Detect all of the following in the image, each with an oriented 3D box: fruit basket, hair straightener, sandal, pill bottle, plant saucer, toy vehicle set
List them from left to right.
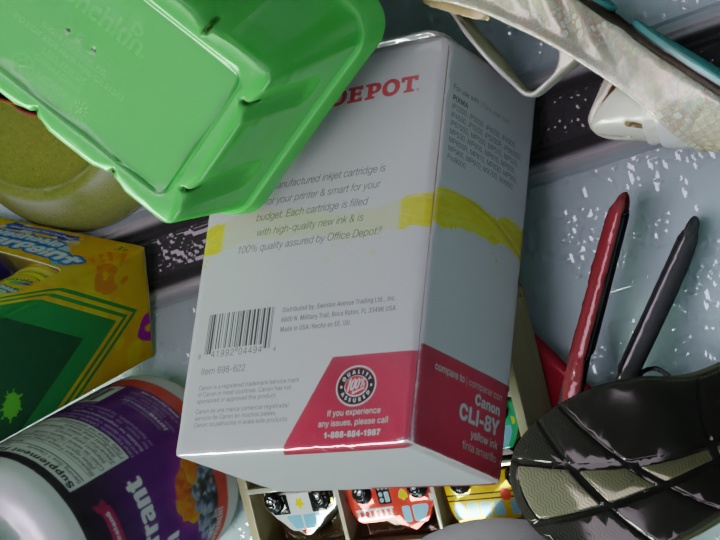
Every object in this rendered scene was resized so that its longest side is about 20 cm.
[{"bbox_3d":[-0.184,-0.120,1.197,0.199,0.031,0.202,8,103,34],"label":"plant saucer"},{"bbox_3d":[-0.165,0.140,1.122,0.111,0.200,0.112,13,114,30],"label":"pill bottle"},{"bbox_3d":[-0.099,-0.127,0.983,0.216,0.215,0.156,47,119,18],"label":"fruit basket"},{"bbox_3d":[0.012,0.083,1.084,0.199,0.026,0.125,-11,96,38],"label":"toy vehicle set"},{"bbox_3d":[0.130,0.069,0.989,0.076,0.041,0.202,17,93,10],"label":"hair straightener"},{"bbox_3d":[0.167,0.077,0.951,0.200,0.057,0.080,-21,72,5],"label":"sandal"}]

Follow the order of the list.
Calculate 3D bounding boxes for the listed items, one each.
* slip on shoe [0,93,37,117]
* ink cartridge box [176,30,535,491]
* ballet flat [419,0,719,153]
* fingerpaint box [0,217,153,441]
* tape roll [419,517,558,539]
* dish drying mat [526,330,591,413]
[{"bbox_3d":[-0.196,-0.124,1.143,0.199,0.061,0.075,18,122,30],"label":"slip on shoe"},{"bbox_3d":[0.000,0.000,1.011,0.144,0.083,0.202,-7,69,38],"label":"ink cartridge box"},{"bbox_3d":[0.111,-0.097,0.968,0.200,0.067,0.063,37,104,17],"label":"ballet flat"},{"bbox_3d":[-0.247,0.027,1.180,0.199,0.167,0.074,11,115,33],"label":"fingerpaint box"},{"bbox_3d":[0.084,0.216,0.997,0.201,0.037,0.204,13,118,25],"label":"tape roll"},{"bbox_3d":[0.083,0.071,1.057,0.200,0.018,0.077,43,122,19],"label":"dish drying mat"}]
